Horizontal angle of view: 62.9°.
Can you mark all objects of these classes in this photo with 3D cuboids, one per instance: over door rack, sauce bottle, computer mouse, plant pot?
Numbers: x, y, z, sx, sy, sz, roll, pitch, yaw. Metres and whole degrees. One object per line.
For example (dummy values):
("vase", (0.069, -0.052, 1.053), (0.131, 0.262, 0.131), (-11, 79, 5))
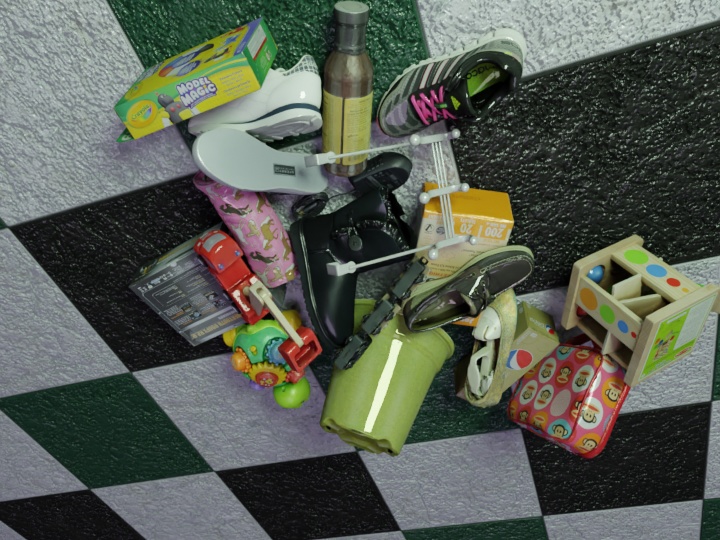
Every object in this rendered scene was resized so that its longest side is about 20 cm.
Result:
("over door rack", (0.044, -0.083, 0.718), (0.196, 0.067, 0.151), (-13, 99, -12))
("sauce bottle", (-0.014, -0.215, 0.714), (0.063, 0.065, 0.202), (6, 131, -1))
("computer mouse", (-0.017, -0.118, 0.822), (0.197, 0.035, 0.058), (-18, 152, 25))
("plant pot", (0.026, 0.175, 0.913), (0.197, 0.187, 0.201), (18, 155, 9))

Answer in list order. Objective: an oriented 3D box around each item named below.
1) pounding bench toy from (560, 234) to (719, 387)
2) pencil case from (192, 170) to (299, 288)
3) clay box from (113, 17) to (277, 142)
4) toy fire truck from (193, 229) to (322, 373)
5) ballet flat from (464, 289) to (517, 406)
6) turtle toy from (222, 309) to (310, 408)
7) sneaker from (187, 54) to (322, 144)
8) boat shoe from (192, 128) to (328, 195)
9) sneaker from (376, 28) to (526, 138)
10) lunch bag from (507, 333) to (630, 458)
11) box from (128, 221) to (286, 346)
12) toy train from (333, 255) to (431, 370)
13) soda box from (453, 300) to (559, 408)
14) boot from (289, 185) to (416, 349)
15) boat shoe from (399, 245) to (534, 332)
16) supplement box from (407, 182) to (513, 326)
("pounding bench toy", (0.413, 0.035, 0.847), (0.197, 0.156, 0.126), (-21, 133, -19))
("pencil case", (-0.154, -0.069, 0.834), (0.085, 0.084, 0.202), (-6, 131, 25))
("clay box", (-0.201, -0.221, 0.690), (0.197, 0.116, 0.048), (-15, 127, 16))
("toy fire truck", (-0.145, 0.039, 0.822), (0.049, 0.140, 0.202), (-40, 119, -20))
("ballet flat", (0.200, 0.119, 0.924), (0.069, 0.071, 0.204), (6, 101, -1))
("turtle toy", (-0.145, 0.159, 1.011), (0.143, 0.102, 0.201), (-14, 136, 16))
("sneaker", (-0.132, -0.206, 0.734), (0.197, 0.076, 0.082), (-4, 89, 26))
("boat shoe", (-0.129, -0.127, 0.747), (0.198, 0.070, 0.056), (6, 174, -45))
("sneaker", (0.104, -0.208, 0.694), (0.197, 0.088, 0.074), (-22, 126, 22))
("lunch bag", (0.328, 0.184, 0.932), (0.081, 0.200, 0.178), (28, 84, -11))
("box", (-0.242, 0.026, 0.945), (0.198, 0.049, 0.159), (-24, 125, 23))
("toy train", (0.032, 0.060, 0.813), (0.034, 0.046, 0.201), (43, 109, 17))
("soda box", (0.240, 0.146, 0.997), (0.067, 0.065, 0.201), (25, 127, -16))
("boot", (0.000, 0.000, 0.820), (0.166, 0.076, 0.204), (-15, 92, 27))
("boat shoe", (0.149, 0.034, 0.806), (0.198, 0.065, 0.074), (-28, 123, 15))
("supplement box", (0.135, -0.018, 0.861), (0.123, 0.074, 0.202), (7, 131, -1))
